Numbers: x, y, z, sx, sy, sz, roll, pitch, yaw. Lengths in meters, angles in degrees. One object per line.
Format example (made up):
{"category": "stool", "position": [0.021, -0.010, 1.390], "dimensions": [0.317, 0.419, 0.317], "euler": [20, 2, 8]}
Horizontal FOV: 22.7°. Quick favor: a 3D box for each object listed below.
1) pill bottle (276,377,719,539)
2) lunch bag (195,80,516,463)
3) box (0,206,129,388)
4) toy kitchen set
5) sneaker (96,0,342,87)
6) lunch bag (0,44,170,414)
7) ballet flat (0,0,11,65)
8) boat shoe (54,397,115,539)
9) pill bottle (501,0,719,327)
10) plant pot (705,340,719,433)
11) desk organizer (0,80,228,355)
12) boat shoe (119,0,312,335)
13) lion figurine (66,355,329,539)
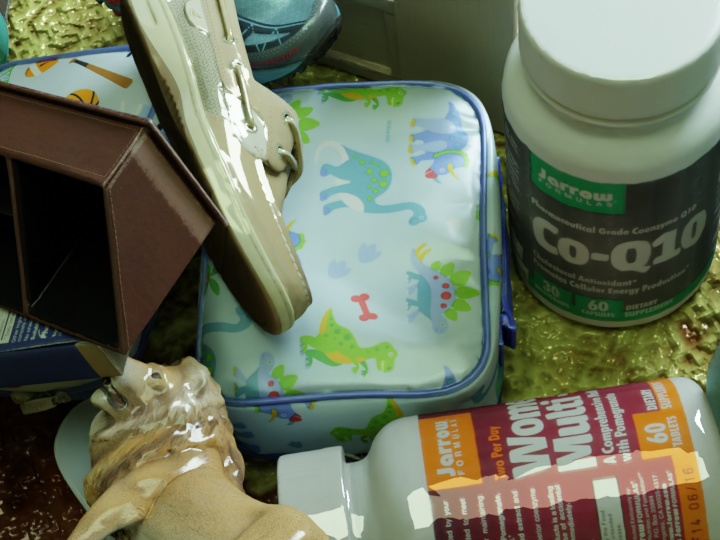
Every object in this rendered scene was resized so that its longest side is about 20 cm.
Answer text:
{"category": "pill bottle", "position": [0.066, 0.116, 0.829], "dimensions": [0.198, 0.110, 0.110], "euler": [-8, 57, 1]}
{"category": "lunch bag", "position": [0.000, 0.000, 0.925], "dimensions": [0.159, 0.083, 0.201], "euler": [-4, 57, 7]}
{"category": "box", "position": [-0.189, 0.003, 0.865], "dimensions": [0.199, 0.032, 0.122], "euler": [-6, 50, 23]}
{"category": "toy kitchen set", "position": [0.077, -0.204, 0.998], "dimensions": [0.199, 0.164, 0.181], "euler": [20, 62, 18]}
{"category": "sneaker", "position": [-0.100, -0.167, 0.964], "dimensions": [0.199, 0.096, 0.079], "euler": [28, 70, 26]}
{"category": "lunch bag", "position": [-0.161, -0.022, 0.943], "dimensions": [0.159, 0.076, 0.201], "euler": [-2, 58, 28]}
{"category": "ballet flat", "position": [-0.243, -0.166, 1.079], "dimensions": [0.075, 0.068, 0.201], "euler": [-15, 49, 23]}
{"category": "boat shoe", "position": [-0.085, 0.148, 0.852], "dimensions": [0.073, 0.068, 0.199], "euler": [-34, 54, -10]}
{"category": "pill bottle", "position": [0.126, -0.068, 0.884], "dimensions": [0.112, 0.200, 0.114], "euler": [-3, 57, 5]}
{"category": "plant pot", "position": [0.277, -0.009, 0.845], "dimensions": [0.199, 0.201, 0.197], "euler": [10, 51, 13]}
{"category": "desk organizer", "position": [-0.165, -0.035, 0.812], "dimensions": [0.199, 0.072, 0.077], "euler": [17, 64, 38]}
{"category": "boat shoe", "position": [-0.058, -0.064, 0.878], "dimensions": [0.065, 0.072, 0.201], "euler": [-18, 65, -13]}
{"category": "lion figurine", "position": [-0.065, 0.114, 0.771], "dimensions": [0.122, 0.073, 0.199], "euler": [-40, 47, -23]}
